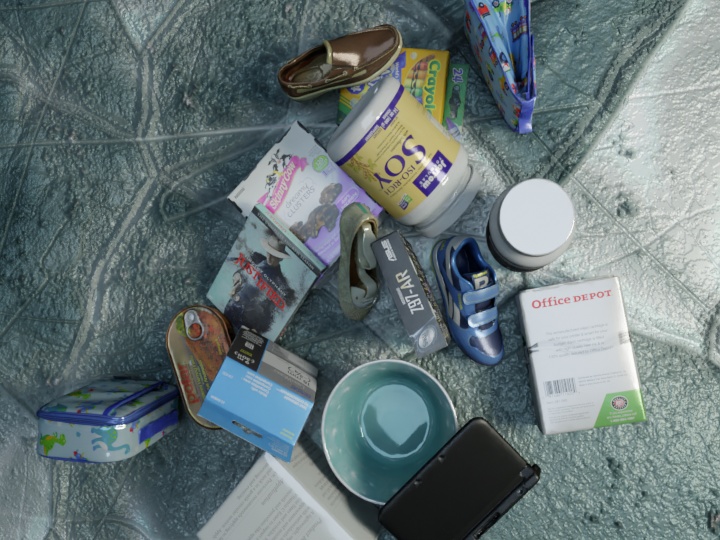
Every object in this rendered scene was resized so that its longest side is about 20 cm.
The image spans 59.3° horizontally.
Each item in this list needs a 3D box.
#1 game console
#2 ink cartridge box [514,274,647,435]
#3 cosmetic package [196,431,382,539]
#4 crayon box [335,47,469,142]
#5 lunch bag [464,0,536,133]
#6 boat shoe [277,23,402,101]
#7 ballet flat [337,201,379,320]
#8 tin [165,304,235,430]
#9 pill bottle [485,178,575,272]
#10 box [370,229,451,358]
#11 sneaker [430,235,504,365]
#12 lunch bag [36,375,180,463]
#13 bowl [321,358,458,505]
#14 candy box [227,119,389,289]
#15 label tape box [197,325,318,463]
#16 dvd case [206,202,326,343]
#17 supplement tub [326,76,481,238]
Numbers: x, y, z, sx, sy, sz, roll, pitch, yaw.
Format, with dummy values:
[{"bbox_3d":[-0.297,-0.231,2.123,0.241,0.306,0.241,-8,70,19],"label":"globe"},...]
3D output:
[{"bbox_3d":[0.145,0.313,0.893,0.200,0.176,0.117,-45,70,5],"label":"game console"},{"bbox_3d":[0.311,0.119,0.911,0.142,0.084,0.205,-9,85,9],"label":"ink cartridge box"},{"bbox_3d":[-0.094,0.373,0.927,0.200,0.165,0.165,43,95,10],"label":"cosmetic package"},{"bbox_3d":[0.067,-0.278,0.993,0.195,0.052,0.129,7,88,10],"label":"crayon box"},{"bbox_3d":[0.214,-0.297,0.917,0.092,0.150,0.205,-12,85,9],"label":"lunch bag"},{"bbox_3d":[-0.033,-0.314,0.950,0.199,0.075,0.076,-23,80,14],"label":"boat shoe"},{"bbox_3d":[0.000,0.000,0.936,0.066,0.062,0.204,-22,125,-26],"label":"ballet flat"},{"bbox_3d":[-0.247,0.156,1.031,0.110,0.042,0.204,-20,84,4],"label":"tin"},{"bbox_3d":[0.233,-0.061,0.876,0.113,0.200,0.119,-1,86,9],"label":"pill bottle"},{"bbox_3d":[0.077,0.035,0.899,0.043,0.200,0.163,-24,84,8],"label":"box"},{"bbox_3d":[0.166,0.042,0.933,0.073,0.082,0.204,-19,85,-26],"label":"sneaker"},{"bbox_3d":[-0.374,0.224,0.967,0.157,0.200,0.085,4,94,11],"label":"lunch bag"},{"bbox_3d":[0.048,0.230,0.940,0.195,0.105,0.206,-1,87,11],"label":"bowl"},{"bbox_3d":[-0.082,-0.101,0.998,0.200,0.071,0.168,45,95,8],"label":"candy box"},{"bbox_3d":[-0.137,0.169,0.910,0.142,0.200,0.064,30,101,-8],"label":"label tape box"},{"bbox_3d":[-0.153,0.018,0.986,0.146,0.022,0.201,43,121,10],"label":"dvd case"},{"bbox_3d":[0.064,-0.159,0.915,0.199,0.146,0.146,40,94,-15],"label":"supplement tub"}]
